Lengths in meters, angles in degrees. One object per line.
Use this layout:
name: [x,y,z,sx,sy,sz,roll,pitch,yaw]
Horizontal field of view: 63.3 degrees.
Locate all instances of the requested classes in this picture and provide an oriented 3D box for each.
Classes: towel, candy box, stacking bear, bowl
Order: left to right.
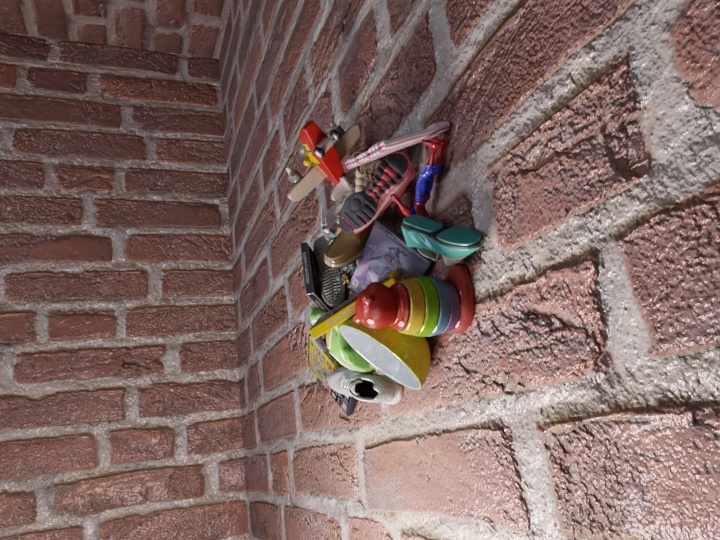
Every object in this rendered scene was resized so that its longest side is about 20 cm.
candy box: [-0.007,0.064,1.156,0.026,0.200,0.102,57,-166,-2]
towel: [0.064,-0.246,1.135,0.200,0.146,0.030,-4,108,67]
bowl: [0.068,0.132,1.154,0.108,0.200,0.200,-50,14,-17]
stacking bear: [0.085,0.060,1.016,0.122,0.199,0.114,119,144,-50]

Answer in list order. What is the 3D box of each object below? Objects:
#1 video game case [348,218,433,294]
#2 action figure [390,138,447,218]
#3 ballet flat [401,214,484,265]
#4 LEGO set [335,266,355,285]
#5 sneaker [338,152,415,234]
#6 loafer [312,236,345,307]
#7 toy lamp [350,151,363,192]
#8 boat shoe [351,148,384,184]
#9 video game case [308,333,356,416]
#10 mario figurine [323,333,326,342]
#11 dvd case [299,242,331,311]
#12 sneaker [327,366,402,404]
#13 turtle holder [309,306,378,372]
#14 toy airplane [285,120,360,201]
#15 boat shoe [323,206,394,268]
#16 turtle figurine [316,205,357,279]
video game case: [0.058,0.008,1.216,0.143,0.019,0.200,39,134,17]
action figure: [0.100,-0.158,1.129,0.099,0.065,0.201,22,116,31]
ballet flat: [0.148,-0.048,1.038,0.200,0.067,0.071,25,136,52]
LEGO set: [0.000,0.000,1.334,0.200,0.115,0.154,115,146,-47]
sneaker: [0.042,-0.144,1.190,0.200,0.087,0.074,-46,64,14]
loafer: [-0.078,0.005,1.615,0.070,0.075,0.201,41,-143,-71]
toy lamp: [-0.005,-0.186,1.428,0.058,0.058,0.201,-167,79,-67]
boat shoe: [0.034,-0.223,1.305,0.200,0.074,0.076,-130,44,-57]
video game case: [-0.072,0.265,1.488,0.181,0.025,0.200,48,156,22]
mario figurine: [-0.051,0.217,1.478,0.200,0.106,0.124,40,117,58]
dvd case: [-0.122,0.028,1.630,0.200,0.025,0.151,61,-162,-67]
sneaker: [-0.008,0.252,1.303,0.199,0.092,0.076,0,83,39]
turtle holder: [-0.024,0.152,1.296,0.132,0.185,0.142,-1,88,58]
toy airplane: [-0.093,-0.273,1.452,0.141,0.200,0.200,29,117,34]
boat shoe: [-0.007,-0.088,1.249,0.072,0.200,0.076,29,148,27]
turtle figurine: [-0.049,-0.074,1.483,0.150,0.100,0.201,-125,21,-79]
